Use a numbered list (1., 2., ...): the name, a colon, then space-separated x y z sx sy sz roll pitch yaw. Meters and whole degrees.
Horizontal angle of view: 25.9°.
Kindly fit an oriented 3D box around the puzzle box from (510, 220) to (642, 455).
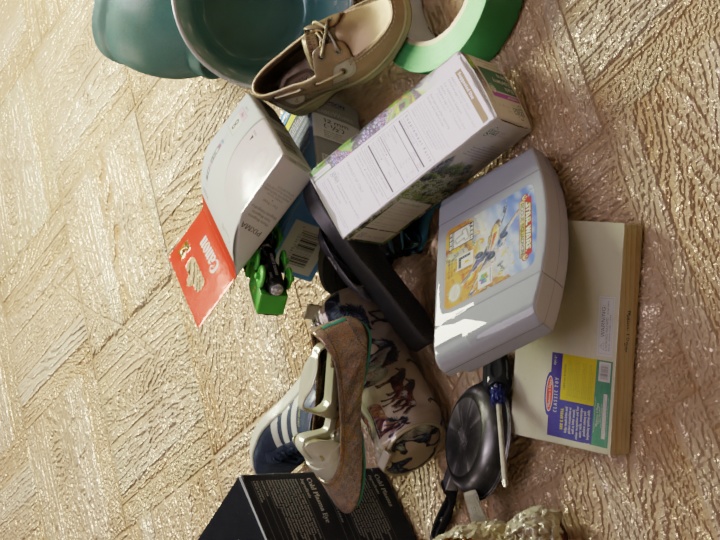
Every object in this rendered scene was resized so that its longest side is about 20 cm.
1. puzzle box: 0.191 0.056 1.397 0.132 0.025 0.203 7 94 54

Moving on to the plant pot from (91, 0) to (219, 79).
1. plant pot: -0.200 -0.306 1.839 0.133 0.200 0.202 32 117 20

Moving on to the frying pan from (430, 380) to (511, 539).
1. frying pan: 0.095 0.178 1.515 0.190 0.031 0.116 130 144 -51

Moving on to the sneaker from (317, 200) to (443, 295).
1. sneaker: 0.020 -0.034 1.599 0.082 0.073 0.201 54 133 30

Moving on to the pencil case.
1. pencil case: 0.015 0.111 1.582 0.201 0.088 0.078 62 149 34

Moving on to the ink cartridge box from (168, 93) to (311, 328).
1. ink cartridge box: -0.140 -0.065 1.604 0.200 0.057 0.163 -48 32 10

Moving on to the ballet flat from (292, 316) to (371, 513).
1. ballet flat: -0.032 0.143 1.523 0.068 0.067 0.203 19 111 54

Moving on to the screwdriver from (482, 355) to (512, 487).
1. screwdriver: 0.124 0.127 1.403 0.201 0.027 0.029 -84 -14 -64

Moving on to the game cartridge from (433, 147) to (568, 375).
1. game cartridge: 0.126 -0.014 1.404 0.133 0.041 0.202 -34 37 36

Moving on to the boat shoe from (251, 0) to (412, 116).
1. boat shoe: -0.030 -0.220 1.590 0.199 0.064 0.072 -35 59 36

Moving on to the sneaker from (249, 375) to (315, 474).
1. sneaker: -0.055 0.178 1.687 0.201 0.074 0.085 -57 42 35

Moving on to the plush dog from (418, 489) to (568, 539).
1. plush dog: 0.076 0.292 1.389 0.159 0.171 0.202 24 108 28

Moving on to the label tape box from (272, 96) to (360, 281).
1. label tape box: -0.055 -0.109 1.699 0.201 0.065 0.144 -94 28 -51

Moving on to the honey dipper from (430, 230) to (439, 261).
1. honey dipper: 0.126 0.004 1.454 0.200 0.038 0.038 35 116 59

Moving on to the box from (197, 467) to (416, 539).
1. box: -0.072 0.306 1.615 0.201 0.180 0.105 -57 47 35

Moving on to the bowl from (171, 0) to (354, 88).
1. bowl: -0.113 -0.294 1.719 0.105 0.198 0.204 178 94 -79

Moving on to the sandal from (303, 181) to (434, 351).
1. sandal: 0.000 0.001 1.546 0.043 0.076 0.201 -31 99 20

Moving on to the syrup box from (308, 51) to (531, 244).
1. syrup box: 0.056 -0.113 1.488 0.199 0.078 0.082 -38 69 24

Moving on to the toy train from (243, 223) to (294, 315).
1. toy train: -0.105 -0.026 1.618 0.201 0.041 0.057 -110 30 -53

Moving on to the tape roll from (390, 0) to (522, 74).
1. tape roll: 0.084 -0.293 1.544 0.199 0.048 0.204 -4 85 54
